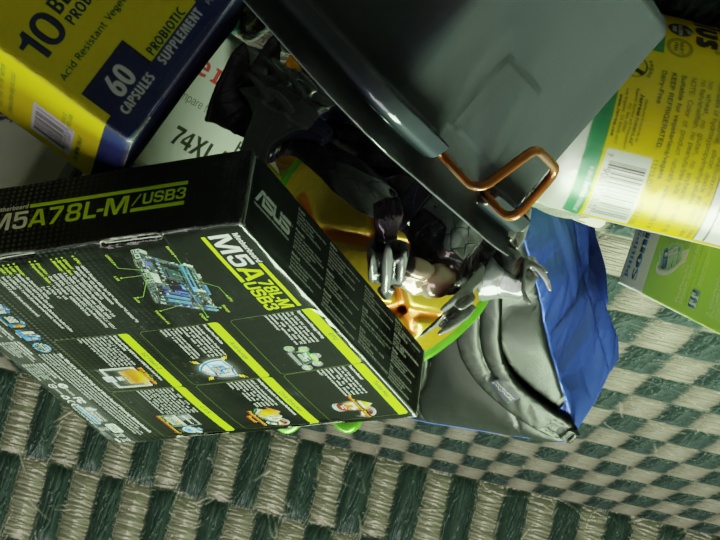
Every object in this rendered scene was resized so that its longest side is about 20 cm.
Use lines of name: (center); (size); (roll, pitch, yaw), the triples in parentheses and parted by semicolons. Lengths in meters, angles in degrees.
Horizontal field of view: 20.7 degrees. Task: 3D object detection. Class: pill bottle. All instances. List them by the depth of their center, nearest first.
pill bottle: (0.197, -0.067, 1.035); (0.198, 0.114, 0.113); (14, 168, 0)

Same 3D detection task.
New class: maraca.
maraca: (0.000, 0.000, 1.122); (0.137, 0.200, 0.107); (40, -177, 2)

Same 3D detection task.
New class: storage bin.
storage bin: (0.054, -0.109, 0.882); (0.146, 0.134, 0.200); (49, -172, 29)

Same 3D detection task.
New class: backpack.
backpack: (0.076, -0.013, 1.300); (0.161, 0.168, 0.201); (2, 132, 28)

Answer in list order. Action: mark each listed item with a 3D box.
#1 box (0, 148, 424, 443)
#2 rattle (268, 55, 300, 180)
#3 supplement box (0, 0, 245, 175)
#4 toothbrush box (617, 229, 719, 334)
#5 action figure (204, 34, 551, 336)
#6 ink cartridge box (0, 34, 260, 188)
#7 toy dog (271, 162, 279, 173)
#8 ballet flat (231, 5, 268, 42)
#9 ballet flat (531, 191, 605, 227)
box: (-0.093, 0.021, 0.987); (0.191, 0.048, 0.200); (-9, 146, 25)
rattle: (-0.108, -0.040, 1.196); (0.198, 0.144, 0.131); (-9, -149, -1)
supplement box: (-0.161, -0.147, 0.923); (0.199, 0.109, 0.110); (36, 165, -3)
toothbrush box: (0.272, 0.008, 1.229); (0.144, 0.087, 0.200); (17, -173, -19)
action figure: (0.015, -0.044, 1.021); (0.199, 0.130, 0.070); (35, 125, 6)
ink cartridge box: (-0.164, -0.073, 1.103); (0.146, 0.201, 0.146); (35, -175, 41)
toy dog: (-0.102, -0.039, 1.347); (0.139, 0.195, 0.201); (27, 133, -3)
ballet flat: (-0.041, -0.161, 0.983); (0.071, 0.073, 0.200); (12, 169, 3)
ballet flat: (0.154, -0.051, 1.124); (0.198, 0.068, 0.064); (-6, 142, -14)
